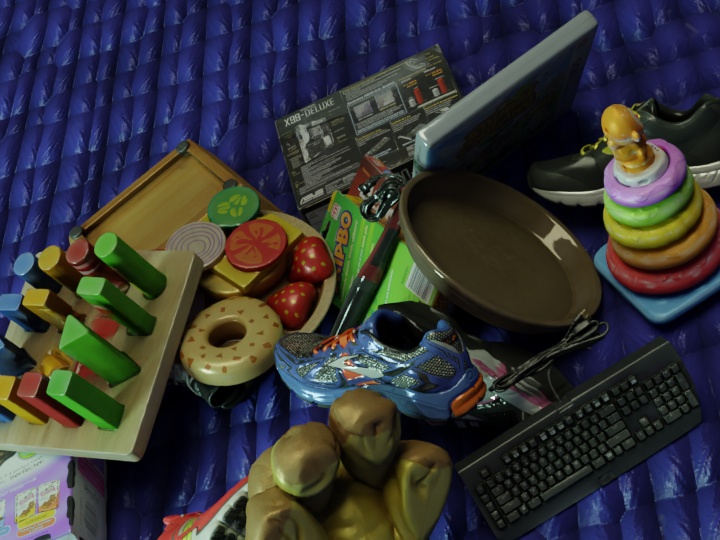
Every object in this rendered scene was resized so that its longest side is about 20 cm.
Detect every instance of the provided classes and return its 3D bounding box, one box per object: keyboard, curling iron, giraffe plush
[{"bbox_3d":[0.165,0.115,1.193,0.199,0.128,0.021,-32,2,-2],"label":"keyboard"},{"bbox_3d":[0.000,0.000,1.372,0.049,0.201,0.026,25,22,15],"label":"curling iron"},{"bbox_3d":[-0.024,0.186,1.201,0.172,0.201,0.162,-35,24,-16],"label":"giraffe plush"}]

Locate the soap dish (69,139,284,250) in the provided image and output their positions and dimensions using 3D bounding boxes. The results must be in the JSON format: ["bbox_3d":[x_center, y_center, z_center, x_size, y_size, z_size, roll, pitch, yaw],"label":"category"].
[{"bbox_3d":[-0.198,-0.038,1.564,0.200,0.081,0.157,-41,43,-9],"label":"soap dish"}]

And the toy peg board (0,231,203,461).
[{"bbox_3d":[-0.272,0.056,1.363,0.198,0.098,0.201,0,62,31],"label":"toy peg board"}]

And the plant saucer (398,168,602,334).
[{"bbox_3d":[0.119,-0.014,1.315,0.030,0.199,0.201,-60,28,34],"label":"plant saucer"}]

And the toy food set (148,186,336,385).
[{"bbox_3d":[-0.122,0.015,1.413,0.197,0.049,0.200,30,64,32],"label":"toy food set"}]

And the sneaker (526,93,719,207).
[{"bbox_3d":[0.247,-0.113,1.368,0.198,0.085,0.075,-8,19,16],"label":"sneaker"}]

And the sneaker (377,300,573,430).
[{"bbox_3d":[0.094,0.102,1.277,0.199,0.087,0.080,29,26,28],"label":"sneaker"}]

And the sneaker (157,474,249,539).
[{"bbox_3d":[-0.132,0.224,1.282,0.200,0.077,0.085,-41,38,-12],"label":"sneaker"}]

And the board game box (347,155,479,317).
[{"bbox_3d":[0.035,-0.017,1.413,0.200,0.019,0.104,48,120,48],"label":"board game box"}]

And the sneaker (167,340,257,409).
[{"bbox_3d":[-0.177,0.087,1.435,0.199,0.076,0.116,-22,41,6],"label":"sneaker"}]

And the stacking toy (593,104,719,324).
[{"bbox_3d":[0.239,-0.066,1.252,0.109,0.201,0.116,-34,41,-4],"label":"stacking toy"}]

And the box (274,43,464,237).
[{"bbox_3d":[0.018,-0.135,1.557,0.199,0.050,0.158,-25,42,6],"label":"box"}]

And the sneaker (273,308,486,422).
[{"bbox_3d":[0.012,0.065,1.227,0.199,0.079,0.075,3,27,34],"label":"sneaker"}]

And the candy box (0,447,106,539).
[{"bbox_3d":[-0.325,0.208,1.406,0.167,0.072,0.201,-21,43,11],"label":"candy box"}]

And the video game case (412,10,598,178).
[{"bbox_3d":[0.130,-0.140,1.407,0.199,0.182,0.022,-36,75,-12],"label":"video game case"}]

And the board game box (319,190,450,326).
[{"bbox_3d":[0.015,0.005,1.397,0.200,0.030,0.096,39,115,48],"label":"board game box"}]
